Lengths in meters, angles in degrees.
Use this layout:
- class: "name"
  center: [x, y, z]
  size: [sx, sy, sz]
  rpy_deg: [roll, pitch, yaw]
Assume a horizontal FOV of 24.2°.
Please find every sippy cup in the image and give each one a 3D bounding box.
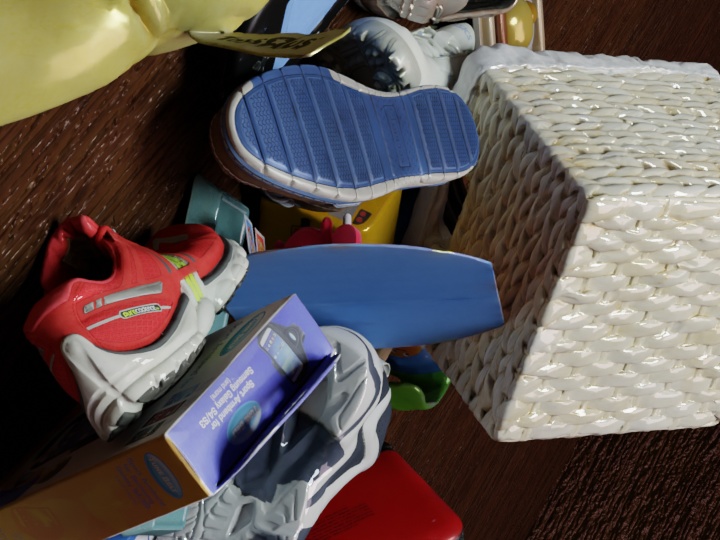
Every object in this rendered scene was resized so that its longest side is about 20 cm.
- class: "sippy cup"
  center: [0.034, -0.002, 1.208]
  size: [0.139, 0.178, 0.130]
  rpy_deg: [-36, 152, 4]

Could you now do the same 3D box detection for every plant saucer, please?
- class: "plant saucer"
  center: [-0.096, 0.051, 0.945]
  size: [0.070, 0.019, 0.202]
  rpy_deg: [35, 65, -75]

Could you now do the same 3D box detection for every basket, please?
- class: "basket"
  center: [0.150, -0.015, 1.062]
  size: [0.198, 0.161, 0.199]
  rpy_deg: [0, 125, -28]

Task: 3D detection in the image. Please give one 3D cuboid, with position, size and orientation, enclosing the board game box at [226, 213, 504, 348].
- class: "board game box"
  center: [0.000, 0.000, 0.953]
  size: [0.200, 0.157, 0.039]
  rpy_deg: [64, 25, -71]

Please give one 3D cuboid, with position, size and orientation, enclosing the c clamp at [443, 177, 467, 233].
- class: "c clamp"
  center: [0.086, -0.065, 1.209]
  size: [0.170, 0.027, 0.202]
  rpy_deg: [19, 52, -56]

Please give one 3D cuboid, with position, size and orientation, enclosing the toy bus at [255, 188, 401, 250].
- class: "toy bus"
  center: [-0.023, -0.021, 1.051]
  size: [0.065, 0.078, 0.201]
  rpy_deg: [-56, 165, -33]

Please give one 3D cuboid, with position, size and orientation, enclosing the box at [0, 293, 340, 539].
- class: "box"
  center: [-0.099, 0.079, 0.807]
  size: [0.199, 0.042, 0.119]
  rpy_deg: [-29, -167, 40]

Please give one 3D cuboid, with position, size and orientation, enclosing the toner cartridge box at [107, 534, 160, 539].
- class: "toner cartridge box"
  center: [-0.123, 0.139, 1.026]
  size: [0.200, 0.043, 0.095]
  rpy_deg: [-51, 160, -44]

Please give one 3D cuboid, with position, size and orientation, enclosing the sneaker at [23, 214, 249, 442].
- class: "sneaker"
  center: [-0.110, 0.004, 0.809]
  size: [0.077, 0.085, 0.200]
  rpy_deg: [-41, -170, 12]

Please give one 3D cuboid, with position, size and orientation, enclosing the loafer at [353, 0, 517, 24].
- class: "loafer"
  center: [0.054, -0.193, 1.088]
  size: [0.200, 0.063, 0.072]
  rpy_deg: [-24, 136, -69]

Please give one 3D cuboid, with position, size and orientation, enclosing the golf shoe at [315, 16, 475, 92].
- class: "golf shoe"
  center: [0.030, -0.130, 1.050]
  size: [0.097, 0.078, 0.200]
  rpy_deg: [-47, 172, -6]

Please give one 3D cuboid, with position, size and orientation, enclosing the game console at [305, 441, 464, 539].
- class: "game console"
  center: [-0.046, 0.209, 1.103]
  size: [0.199, 0.172, 0.119]
  rpy_deg: [-23, 122, -18]

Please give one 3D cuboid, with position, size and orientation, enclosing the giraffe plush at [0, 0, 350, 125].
- class: "giraffe plush"
  center: [-0.101, -0.141, 0.504]
  size: [0.172, 0.199, 0.163]
  rpy_deg: [-41, 122, -51]

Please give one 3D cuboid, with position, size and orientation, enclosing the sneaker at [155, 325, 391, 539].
- class: "sneaker"
  center: [-0.042, 0.125, 1.020]
  size: [0.200, 0.079, 0.129]
  rpy_deg: [-64, 161, 4]

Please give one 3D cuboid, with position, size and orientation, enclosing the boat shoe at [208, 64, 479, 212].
- class: "boat shoe"
  center: [-0.017, -0.061, 0.904]
  size: [0.199, 0.072, 0.073]
  rpy_deg: [0, 73, -51]

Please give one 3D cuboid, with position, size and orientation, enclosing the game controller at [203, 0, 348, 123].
- class: "game controller"
  center: [-0.025, -0.159, 0.912]
  size: [0.200, 0.042, 0.105]
  rpy_deg: [-55, 161, -35]

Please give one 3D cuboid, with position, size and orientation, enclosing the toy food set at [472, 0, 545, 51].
- class: "toy food set"
  center: [0.132, -0.202, 1.247]
  size: [0.143, 0.060, 0.202]
  rpy_deg: [-38, 126, -62]

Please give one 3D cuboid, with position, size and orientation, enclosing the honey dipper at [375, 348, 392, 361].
- class: "honey dipper"
  center: [0.003, 0.069, 1.088]
  size: [0.038, 0.038, 0.201]
  rpy_deg: [-47, 168, -50]
